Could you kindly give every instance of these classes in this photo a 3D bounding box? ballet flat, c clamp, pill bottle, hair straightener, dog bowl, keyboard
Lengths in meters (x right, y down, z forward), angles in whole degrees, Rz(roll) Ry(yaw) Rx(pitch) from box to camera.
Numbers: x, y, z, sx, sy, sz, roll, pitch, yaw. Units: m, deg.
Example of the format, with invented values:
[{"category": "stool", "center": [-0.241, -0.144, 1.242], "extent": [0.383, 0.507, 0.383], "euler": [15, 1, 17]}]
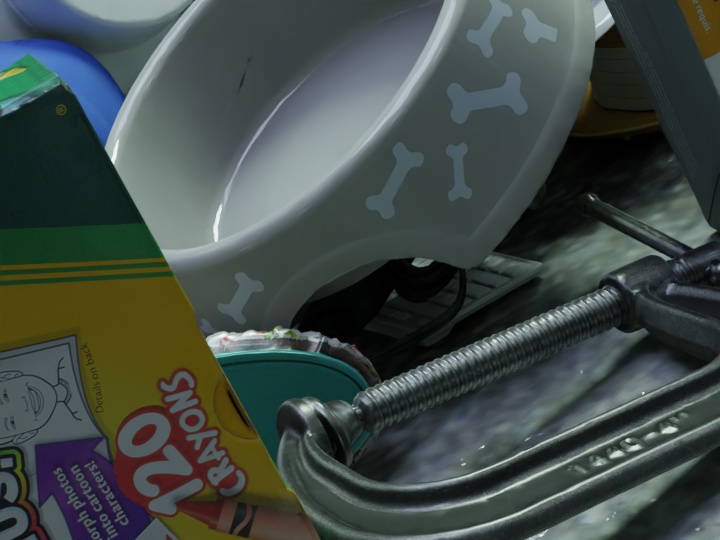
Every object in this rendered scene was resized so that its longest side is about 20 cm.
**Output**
[{"category": "ballet flat", "center": [-0.087, 0.070, 0.803], "extent": [0.200, 0.076, 0.064], "euler": [-25, 12, 1]}, {"category": "c clamp", "center": [0.053, 0.035, 0.739], "extent": [0.200, 0.027, 0.171], "euler": [-24, 26, -29]}, {"category": "pill bottle", "center": [-0.144, -0.118, 1.060], "extent": [0.114, 0.114, 0.200], "euler": [-39, 6, -30]}, {"category": "hair straightener", "center": [0.028, -0.028, 0.900], "extent": [0.077, 0.041, 0.200], "euler": [-15, 26, 36]}, {"category": "dog bowl", "center": [-0.013, -0.057, 0.855], "extent": [0.200, 0.059, 0.200], "euler": [-30, 37, 26]}, {"category": "keyboard", "center": [0.000, 0.000, 0.952], "extent": [0.056, 0.011, 0.200], "euler": [-35, 21, -19]}]

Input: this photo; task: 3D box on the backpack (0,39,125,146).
[{"category": "backpack", "center": [-0.181, 0.006, 0.965], "extent": [0.200, 0.163, 0.168], "euler": [-10, 28, 11]}]

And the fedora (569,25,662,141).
[{"category": "fedora", "center": [0.145, -0.129, 0.975], "extent": [0.200, 0.082, 0.201], "euler": [-24, 20, 10]}]

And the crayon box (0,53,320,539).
[{"category": "crayon box", "center": [-0.088, 0.058, 0.636], "extent": [0.119, 0.200, 0.058], "euler": [-31, 19, -8]}]

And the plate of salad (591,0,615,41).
[{"category": "plate of salad", "center": [0.043, -0.152, 0.952], "extent": [0.200, 0.048, 0.200], "euler": [-18, 53, 26]}]

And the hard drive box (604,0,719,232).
[{"category": "hard drive box", "center": [0.184, -0.119, 0.794], "extent": [0.200, 0.156, 0.077], "euler": [-31, 20, -7]}]

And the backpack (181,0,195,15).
[{"category": "backpack", "center": [-0.056, -0.129, 1.165], "extent": [0.200, 0.154, 0.163], "euler": [31, 88, 50]}]

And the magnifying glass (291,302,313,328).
[{"category": "magnifying glass", "center": [-0.064, 0.038, 0.913], "extent": [0.080, 0.022, 0.200], "euler": [-13, 26, 39]}]
